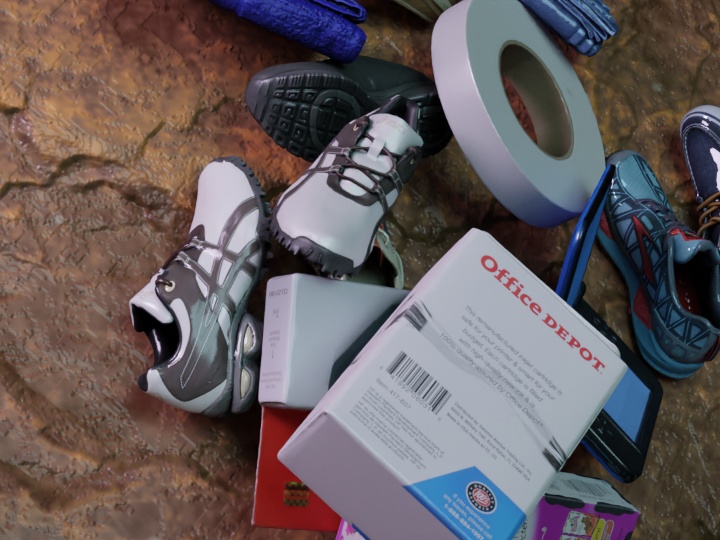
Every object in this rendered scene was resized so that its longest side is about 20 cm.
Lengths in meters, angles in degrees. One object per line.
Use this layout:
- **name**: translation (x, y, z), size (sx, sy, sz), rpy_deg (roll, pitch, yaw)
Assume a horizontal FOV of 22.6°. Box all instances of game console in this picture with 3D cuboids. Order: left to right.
- **game console**: translation (0.197, 0.037, 1.372), size (0.171, 0.118, 0.200), rpy_deg (47, 23, -2)

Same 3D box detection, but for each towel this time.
- **towel**: translation (-0.093, -0.228, 1.387), size (0.200, 0.148, 0.050), rpy_deg (23, 102, -18)
- **towel**: translation (0.134, -0.262, 1.539), size (0.200, 0.112, 0.049), rpy_deg (39, 97, -5)

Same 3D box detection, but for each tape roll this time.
- **tape roll**: translation (0.131, -0.132, 1.465), size (0.203, 0.037, 0.203), rpy_deg (37, 40, -38)

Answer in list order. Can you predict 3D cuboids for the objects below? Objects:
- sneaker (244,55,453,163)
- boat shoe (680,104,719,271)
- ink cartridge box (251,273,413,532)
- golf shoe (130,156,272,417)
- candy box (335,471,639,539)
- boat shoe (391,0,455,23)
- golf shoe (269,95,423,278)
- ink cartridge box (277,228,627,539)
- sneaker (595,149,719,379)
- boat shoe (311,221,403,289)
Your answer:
- **sneaker**: translation (-0.015, -0.134, 1.414), size (0.200, 0.076, 0.091), rpy_deg (4, 31, -42)
- **boat shoe**: translation (0.318, -0.045, 1.550), size (0.091, 0.071, 0.201), rpy_deg (-24, 82, -38)
- **ink cartridge box**: translation (0.022, 0.101, 1.281), size (0.200, 0.044, 0.174), rpy_deg (9, 80, -31)
- **golf shoe**: translation (-0.116, 0.005, 1.292), size (0.094, 0.078, 0.200), rpy_deg (9, 63, -24)
- **candy box**: translation (0.082, 0.206, 1.279), size (0.200, 0.061, 0.137), rpy_deg (12, 103, -23)
- **boat shoe**: translation (-0.007, -0.254, 1.475), size (0.200, 0.072, 0.076), rpy_deg (35, 98, -34)
- **golf shoe**: translation (-0.005, -0.068, 1.290), size (0.078, 0.095, 0.200), rpy_deg (30, 29, -3)
- **ink cartridge box**: translation (0.065, 0.092, 1.195), size (0.146, 0.084, 0.200), rpy_deg (43, 51, -1)
- **sneaker**: translation (0.261, -0.017, 1.493), size (0.079, 0.096, 0.200), rpy_deg (-9, 72, -32)
- **boat shoe**: translation (0.000, 0.000, 1.372), size (0.071, 0.063, 0.200), rpy_deg (4, 65, -24)
